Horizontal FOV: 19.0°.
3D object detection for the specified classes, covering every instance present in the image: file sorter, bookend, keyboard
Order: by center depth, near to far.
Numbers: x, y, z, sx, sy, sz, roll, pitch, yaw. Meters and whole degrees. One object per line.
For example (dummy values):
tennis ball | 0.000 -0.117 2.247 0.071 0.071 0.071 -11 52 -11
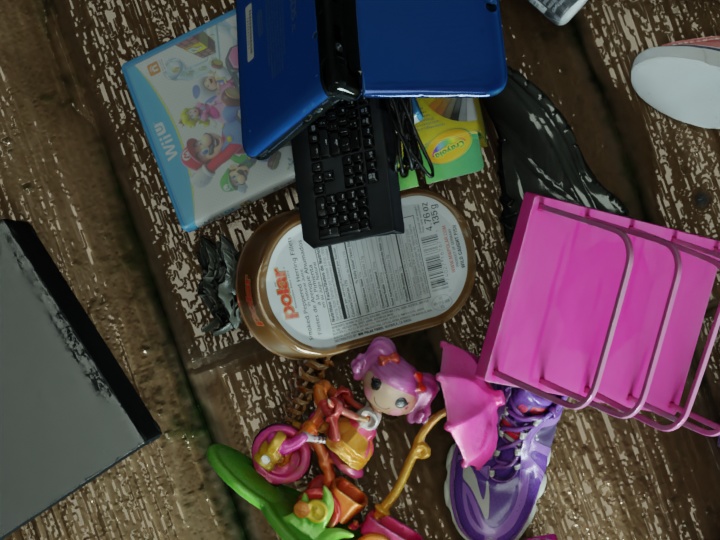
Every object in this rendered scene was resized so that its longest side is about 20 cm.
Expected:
file sorter | 0.212 0.040 1.565 0.199 0.125 0.140 12 96 -37
keyboard | -0.007 -0.122 1.571 0.103 0.040 0.202 -11 76 12
bookend | -0.290 0.099 1.647 0.199 0.092 0.199 -34 88 2

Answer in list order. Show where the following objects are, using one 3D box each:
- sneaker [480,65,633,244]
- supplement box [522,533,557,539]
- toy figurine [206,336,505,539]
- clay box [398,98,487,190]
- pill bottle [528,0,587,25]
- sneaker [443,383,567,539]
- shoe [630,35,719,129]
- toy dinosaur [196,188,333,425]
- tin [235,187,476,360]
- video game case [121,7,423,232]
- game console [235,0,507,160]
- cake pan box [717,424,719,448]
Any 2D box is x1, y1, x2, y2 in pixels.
sneaker | 0.135 -0.069 1.651 0.090 0.076 0.201 -33 89 4
supplement box | 0.124 0.314 1.617 0.103 0.101 0.201 -14 103 1
toy figurine | 0.016 0.125 1.602 0.200 0.150 0.185 38 99 4
clay box | 0.026 -0.154 1.635 0.114 0.048 0.202 -12 77 9
pill bottle | 0.113 -0.289 1.633 0.200 0.106 0.106 42 91 1
sneaker | 0.117 0.115 1.645 0.080 0.083 0.201 16 91 1
shoe | 0.313 -0.162 1.653 0.199 0.072 0.091 8 51 22
toy dinosaur | -0.050 0.009 1.647 0.135 0.102 0.201 3 67 -16
tin | 0.000 0.000 1.621 0.199 0.042 0.113 -15 91 -30
video game case | -0.068 -0.134 1.620 0.199 0.018 0.144 -25 73 9
game console | 0.002 -0.185 1.562 0.118 0.170 0.201 18 54 -33
cake pan box | 0.384 0.061 1.657 0.198 0.052 0.186 6 92 1
